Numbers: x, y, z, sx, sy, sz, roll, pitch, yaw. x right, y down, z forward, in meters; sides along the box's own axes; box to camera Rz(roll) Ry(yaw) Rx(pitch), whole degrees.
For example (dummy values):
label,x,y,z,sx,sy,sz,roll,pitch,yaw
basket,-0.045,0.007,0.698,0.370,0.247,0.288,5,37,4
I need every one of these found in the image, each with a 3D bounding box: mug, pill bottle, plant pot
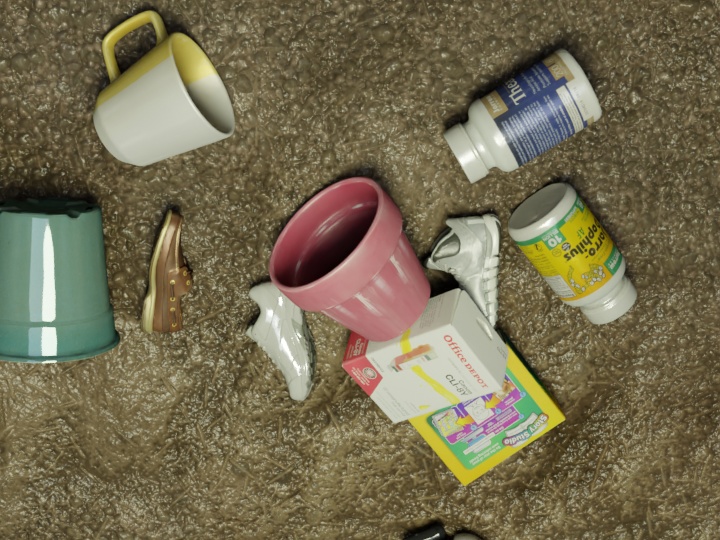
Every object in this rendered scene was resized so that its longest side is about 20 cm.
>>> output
label,x,y,z,sx,sy,sz,roll,pitch,yaw
mug,-0.274,-0.230,1.207,0.152,0.187,0.149,-25,143,16
pill bottle,0.314,-0.020,1.305,0.113,0.113,0.200,-37,108,11
pill bottle,0.218,-0.207,1.230,0.199,0.111,0.111,-31,109,9
plant pot,0.000,0.000,1.268,0.200,0.200,0.179,-37,123,11
plant pot,-0.440,0.005,1.251,0.199,0.200,0.197,3,103,-3

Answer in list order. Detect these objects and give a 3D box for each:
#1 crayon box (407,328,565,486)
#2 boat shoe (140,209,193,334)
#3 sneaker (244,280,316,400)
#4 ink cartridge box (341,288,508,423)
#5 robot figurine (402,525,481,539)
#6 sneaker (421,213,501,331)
label,x,y,z,sx,sy,sz,roll,pitch,yaw
crayon box,0.194,0.220,1.421,0.200,0.058,0.173,-36,109,11
boat shoe,-0.278,0.004,1.316,0.067,0.072,0.201,9,116,-12
sneaker,-0.123,0.104,1.363,0.099,0.078,0.201,-7,102,7
ink cartridge box,0.096,0.129,1.322,0.199,0.084,0.145,-24,119,32
robot figurine,0.135,0.522,1.501,0.199,0.125,0.151,-26,133,8
sneaker,0.148,0.013,1.339,0.115,0.075,0.201,1,101,2
